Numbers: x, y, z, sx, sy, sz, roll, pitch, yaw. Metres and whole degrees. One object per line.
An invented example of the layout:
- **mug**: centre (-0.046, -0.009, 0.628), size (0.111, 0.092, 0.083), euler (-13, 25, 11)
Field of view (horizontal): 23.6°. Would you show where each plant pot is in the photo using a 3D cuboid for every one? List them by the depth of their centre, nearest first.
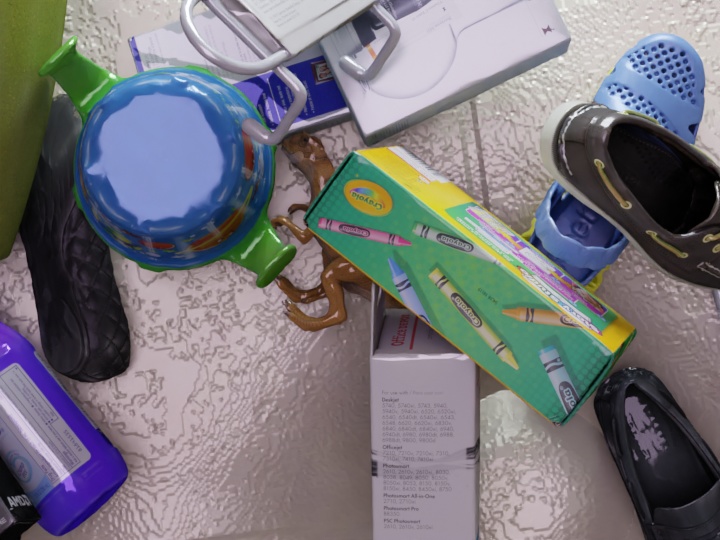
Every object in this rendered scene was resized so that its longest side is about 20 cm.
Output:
- **plant pot**: centre (-0.280, -0.107, 1.135), size (0.186, 0.187, 0.201), euler (-1, 98, 3)

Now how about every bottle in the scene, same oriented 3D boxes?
- **bottle**: centre (-0.240, 0.083, 1.157), size (0.065, 0.084, 0.200), euler (-37, 86, -32)

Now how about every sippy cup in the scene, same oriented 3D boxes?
- **sippy cup**: centre (-0.122, -0.068, 1.093), size (0.177, 0.130, 0.140), euler (8, 89, -1)

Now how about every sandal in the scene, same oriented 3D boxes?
- **sandal**: centre (0.170, -0.066, 1.141), size (0.079, 0.087, 0.201), euler (26, 87, 6)

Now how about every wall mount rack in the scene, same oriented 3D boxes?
- **wall mount rack**: centre (-0.074, -0.168, 1.054), size (0.174, 0.200, 0.075), euler (44, 131, 5)

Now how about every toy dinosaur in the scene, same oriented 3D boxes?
- **toy dinosaur**: centre (0.000, 0.000, 1.156), size (0.106, 0.060, 0.200), euler (-38, 94, 10)

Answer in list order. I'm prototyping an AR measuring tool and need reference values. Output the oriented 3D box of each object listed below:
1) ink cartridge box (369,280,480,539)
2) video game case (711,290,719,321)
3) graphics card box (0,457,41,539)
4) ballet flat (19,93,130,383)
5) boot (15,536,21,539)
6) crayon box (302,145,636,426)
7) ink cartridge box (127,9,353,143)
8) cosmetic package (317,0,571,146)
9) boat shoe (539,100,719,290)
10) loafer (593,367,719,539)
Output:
- **ink cartridge box**: centre (0.043, 0.095, 1.101), size (0.067, 0.116, 0.201), euler (0, 103, 4)
- **video game case**: centre (0.347, 0.040, 1.157), size (0.199, 0.023, 0.183), euler (-15, 86, 3)
- **graphics card box**: centre (-0.312, 0.116, 1.107), size (0.125, 0.051, 0.200), euler (-39, 78, 4)
- **ballet flat**: centre (-0.196, -0.022, 1.186), size (0.066, 0.057, 0.201), euler (-10, 81, 30)
- **boot**: centre (-0.347, 0.165, 1.166), size (0.162, 0.073, 0.198), euler (-45, 79, -2)
- **crayon box**: centre (0.071, 0.005, 1.066), size (0.200, 0.119, 0.058), euler (39, 104, 9)
- **ink cartridge box**: centre (-0.050, -0.142, 1.181), size (0.199, 0.039, 0.100), euler (-16, 86, 1)
- **cosmetic package**: centre (0.029, -0.205, 1.138), size (0.150, 0.052, 0.201), euler (-25, 85, -1)
- **boat shoe**: centre (0.202, -0.040, 1.087), size (0.201, 0.061, 0.072), euler (29, 83, -28)
- **loafer**: centre (0.213, 0.157, 1.134), size (0.068, 0.070, 0.201), euler (-27, 86, 2)
